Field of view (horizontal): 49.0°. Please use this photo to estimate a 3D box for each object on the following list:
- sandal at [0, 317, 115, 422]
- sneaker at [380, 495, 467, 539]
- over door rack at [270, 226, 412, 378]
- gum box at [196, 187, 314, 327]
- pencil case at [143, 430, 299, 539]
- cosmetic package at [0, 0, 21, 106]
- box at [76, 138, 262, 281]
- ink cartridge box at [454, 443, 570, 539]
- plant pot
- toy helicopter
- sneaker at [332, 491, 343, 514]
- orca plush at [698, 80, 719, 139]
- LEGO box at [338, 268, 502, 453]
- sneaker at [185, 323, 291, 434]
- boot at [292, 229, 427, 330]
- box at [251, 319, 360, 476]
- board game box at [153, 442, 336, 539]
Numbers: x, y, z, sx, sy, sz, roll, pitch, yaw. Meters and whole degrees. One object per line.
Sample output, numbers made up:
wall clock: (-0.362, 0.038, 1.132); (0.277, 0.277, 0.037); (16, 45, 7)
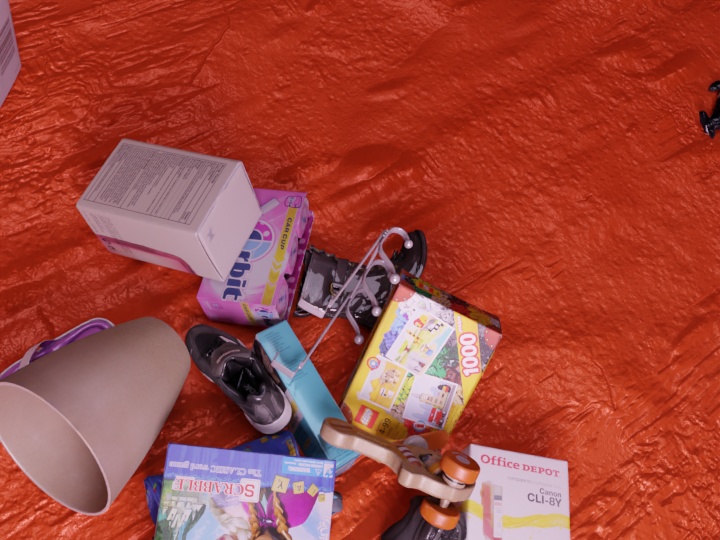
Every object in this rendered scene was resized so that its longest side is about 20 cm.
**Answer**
sandal: (-0.394, 0.125, 0.992); (0.082, 0.050, 0.203); (39, 60, 8)
sneaker: (0.049, 0.369, 0.973); (0.076, 0.090, 0.201); (45, 76, -28)
over door rack: (-0.014, 0.048, 1.001); (0.066, 0.149, 0.200); (40, 47, 12)
gum box: (-0.142, -0.025, 1.114); (0.112, 0.066, 0.203); (5, 59, 12)
pencil case: (-0.163, 0.263, 0.963); (0.197, 0.079, 0.087); (-16, 38, -22)
cosmetic package: (-0.610, -0.311, 1.101); (0.197, 0.168, 0.169); (15, 60, -6)
box: (-0.255, -0.084, 1.068); (0.197, 0.110, 0.129); (14, 59, 21)
ink cartridge box: (0.189, 0.340, 1.017); (0.143, 0.084, 0.203); (12, 60, -9)
plant pot: (-0.302, 0.150, 0.947); (0.186, 0.188, 0.200); (37, 43, 7)
toy helicopter: (0.046, 0.220, 0.955); (0.197, 0.132, 0.080); (22, 102, 0)
sneaker: (-0.103, 0.337, 0.954); (0.198, 0.079, 0.097); (-24, 80, -17)
orca plush: (0.733, -0.344, 1.547); (0.198, 0.071, 0.106); (-26, 71, -26)
LEGO box: (0.076, 0.125, 1.038); (0.147, 0.202, 0.077); (25, 16, -1)
sneaker: (-0.165, 0.119, 1.008); (0.066, 0.091, 0.199); (-40, 56, -17)
boot: (0.000, 0.000, 1.159); (0.172, 0.069, 0.202); (21, 61, -4)
box: (-0.075, 0.172, 1.036); (0.049, 0.083, 0.201); (-25, 71, -26)
board game box: (-0.134, 0.307, 0.892); (0.197, 0.041, 0.203); (8, 75, -11)
